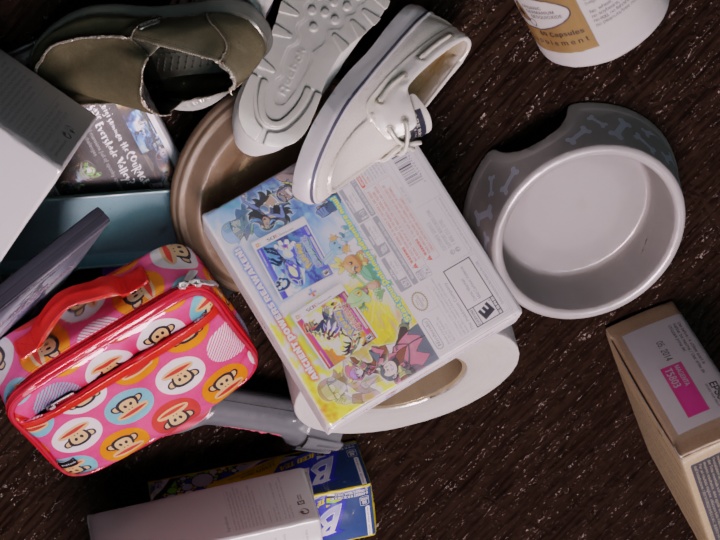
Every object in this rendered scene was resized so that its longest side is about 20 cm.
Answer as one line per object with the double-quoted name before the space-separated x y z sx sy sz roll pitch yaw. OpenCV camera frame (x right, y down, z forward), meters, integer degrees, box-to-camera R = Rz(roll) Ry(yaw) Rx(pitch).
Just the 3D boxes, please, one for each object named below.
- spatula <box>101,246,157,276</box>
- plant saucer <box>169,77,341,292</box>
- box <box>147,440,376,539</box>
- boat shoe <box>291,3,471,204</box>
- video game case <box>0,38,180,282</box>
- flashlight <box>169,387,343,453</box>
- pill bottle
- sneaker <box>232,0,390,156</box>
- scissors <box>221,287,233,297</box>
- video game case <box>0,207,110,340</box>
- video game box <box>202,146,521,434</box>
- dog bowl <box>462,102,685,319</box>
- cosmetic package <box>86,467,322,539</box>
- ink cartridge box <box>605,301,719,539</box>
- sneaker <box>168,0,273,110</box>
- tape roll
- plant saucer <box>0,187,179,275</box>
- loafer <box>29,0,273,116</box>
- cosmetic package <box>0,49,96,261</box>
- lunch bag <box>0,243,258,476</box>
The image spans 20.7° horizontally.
"spatula" -0.236 0.044 1.678 0.200 0.021 0.057 -37 126 11
"plant saucer" -0.060 -0.066 1.621 0.199 0.029 0.201 -13 121 -22
"box" -0.090 0.218 1.802 0.199 0.070 0.065 -11 125 -7
"boat shoe" 0.021 -0.123 1.541 0.070 0.200 0.071 27 149 18
"video game case" -0.245 -0.090 1.587 0.181 0.023 0.201 -24 125 2
"flashlight" -0.113 0.126 1.744 0.199 0.068 0.068 12 115 -27
"pill bottle" 0.152 -0.266 1.519 0.114 0.115 0.200 -29 125 6
"sneaker" -0.041 -0.179 1.536 0.076 0.080 0.200 34 77 -4
"scissors" -0.105 -0.007 1.686 0.200 0.014 0.073 -38 126 12
"video game case" -0.281 0.038 1.552 0.019 0.143 0.200 46 141 0
"video game box" 0.000 0.000 1.565 0.182 0.201 0.047 -29 169 -13
"dog bowl" 0.191 -0.045 1.711 0.199 0.059 0.201 -7 123 -10
"cosmetic package" -0.132 0.257 1.726 0.199 0.081 0.113 -9 122 -7
"ink cartridge box" 0.305 0.152 1.785 0.075 0.200 0.165 -23 126 1
"sneaker" -0.107 -0.206 1.519 0.078 0.080 0.200 20 140 -18
"tape roll" 0.032 0.067 1.681 0.201 0.071 0.203 -13 155 -6
"plant saucer" -0.240 -0.033 1.601 0.199 0.019 0.070 -5 123 -12
"loafer" -0.165 -0.156 1.475 0.199 0.070 0.075 -8 132 24
"cosmetic package" -0.340 -0.079 1.470 0.200 0.123 0.200 35 113 -10
"lunch bag" -0.196 0.066 1.594 0.199 0.082 0.176 -31 143 0
